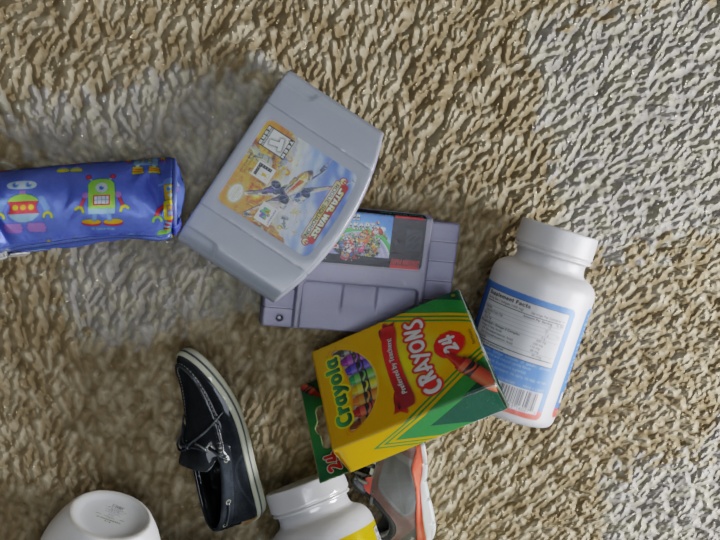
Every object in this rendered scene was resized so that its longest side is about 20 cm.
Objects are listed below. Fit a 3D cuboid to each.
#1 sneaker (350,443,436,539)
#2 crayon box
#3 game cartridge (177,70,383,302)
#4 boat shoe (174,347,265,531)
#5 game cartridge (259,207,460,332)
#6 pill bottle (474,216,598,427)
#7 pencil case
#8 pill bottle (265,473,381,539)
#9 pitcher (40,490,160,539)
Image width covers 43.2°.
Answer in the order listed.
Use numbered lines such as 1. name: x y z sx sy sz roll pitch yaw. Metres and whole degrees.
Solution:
1. sneaker: 0.028 0.206 0.965 0.081 0.077 0.201 -10 101 -4
2. crayon box: 0.030 0.114 0.897 0.199 0.127 0.051 -24 136 7
3. game cartridge: -0.069 -0.078 0.888 0.133 0.042 0.200 32 85 3
4. boat shoe: -0.152 0.174 0.916 0.062 0.074 0.201 -25 110 -33
5. game cartridge: 0.000 0.000 0.943 0.199 0.038 0.130 5 103 -13
6. pill bottle: 0.178 0.052 0.949 0.112 0.112 0.201 16 96 -14
7. pencil case: -0.264 -0.058 0.851 0.199 0.078 0.087 -6 77 -11
8. pill bottle: -0.025 0.312 0.932 0.112 0.112 0.201 -20 83 -8
9. pitcher: -0.292 0.317 0.901 0.171 0.121 0.201 18 108 -2
